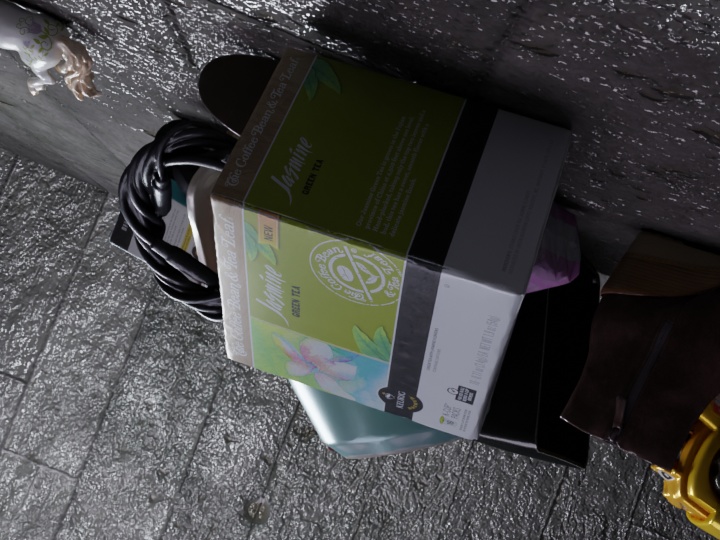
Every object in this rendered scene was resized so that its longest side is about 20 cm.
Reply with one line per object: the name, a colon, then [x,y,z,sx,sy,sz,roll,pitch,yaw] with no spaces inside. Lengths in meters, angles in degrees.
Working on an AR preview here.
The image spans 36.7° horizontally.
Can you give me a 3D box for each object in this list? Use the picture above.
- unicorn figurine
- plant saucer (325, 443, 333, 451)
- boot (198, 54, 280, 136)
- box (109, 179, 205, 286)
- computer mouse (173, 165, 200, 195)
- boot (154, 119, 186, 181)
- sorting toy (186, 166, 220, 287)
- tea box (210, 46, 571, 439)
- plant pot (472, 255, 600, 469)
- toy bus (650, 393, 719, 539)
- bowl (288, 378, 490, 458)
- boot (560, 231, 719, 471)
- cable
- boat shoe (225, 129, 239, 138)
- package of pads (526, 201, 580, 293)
unicorn figurine: [-0.331,-0.217,0.974,0.198,0.075,0.137,8,167,-8]
plant saucer: [0.005,0.052,1.128,0.037,0.199,0.202,20,136,41]
boot: [-0.042,-0.106,0.887,0.185,0.065,0.200,23,178,-6]
box: [-0.165,-0.025,1.163,0.199,0.083,0.049,29,-159,11]
computer mouse: [-0.111,-0.057,1.143,0.199,0.034,0.059,28,164,-3]
boot: [-0.169,-0.070,1.292,0.076,0.202,0.168,-24,166,6]
sorting toy: [-0.089,-0.070,1.020,0.107,0.199,0.180,53,174,23]
tea box: [0.016,-0.012,0.728,0.195,0.134,0.201,18,147,9]
plant pot: [0.123,0.077,1.067,0.176,0.202,0.199,2,167,25]
toy bus: [0.289,0.105,0.945,0.191,0.201,0.136,29,176,7]
bowl: [0.032,0.095,0.915,0.198,0.106,0.201,-11,177,-1]
boot: [0.263,0.073,0.813,0.199,0.168,0.072,19,175,33]
cable: [-0.129,-0.042,0.922,0.162,0.051,0.201,6,133,26]
boat shoe: [-0.089,-0.093,1.185,0.064,0.073,0.200,24,171,23]
package of pads: [0.067,-0.019,0.895,0.199,0.076,0.120,-13,151,39]
